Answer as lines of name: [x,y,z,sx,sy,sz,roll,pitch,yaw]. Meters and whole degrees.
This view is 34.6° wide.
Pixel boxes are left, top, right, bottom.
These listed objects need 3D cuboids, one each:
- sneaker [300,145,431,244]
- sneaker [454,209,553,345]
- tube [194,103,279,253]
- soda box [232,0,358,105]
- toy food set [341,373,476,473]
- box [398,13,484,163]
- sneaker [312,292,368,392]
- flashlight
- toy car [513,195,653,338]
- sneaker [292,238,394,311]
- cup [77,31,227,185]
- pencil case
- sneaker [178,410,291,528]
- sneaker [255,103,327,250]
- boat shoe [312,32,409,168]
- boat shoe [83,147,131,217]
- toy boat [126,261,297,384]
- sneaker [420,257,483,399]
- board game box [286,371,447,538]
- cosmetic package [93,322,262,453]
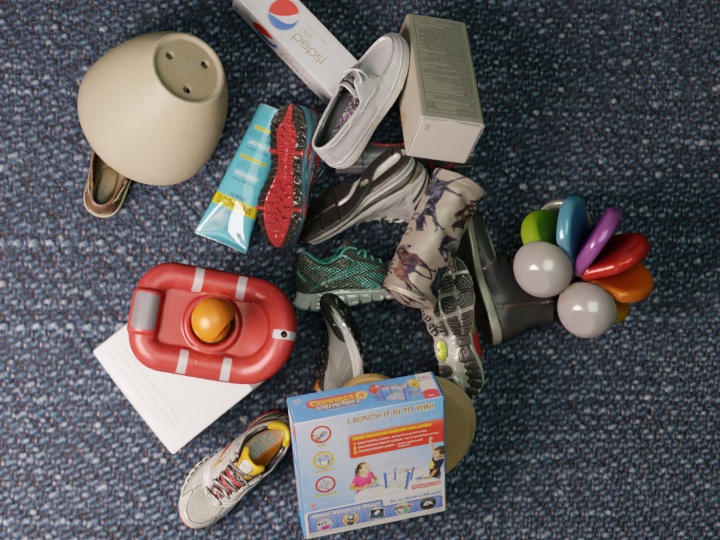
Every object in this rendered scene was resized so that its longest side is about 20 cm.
sneaker: [0.018,-0.077,1.615,0.200,0.076,0.115,-33,131,17]
sneaker: [0.201,-0.004,1.647,0.105,0.075,0.202,-17,95,-16]
tube: [-0.157,-0.131,1.611,0.077,0.050,0.202,22,88,6]
soda box: [-0.089,-0.327,1.618,0.200,0.068,0.064,45,82,-3]
toy food set: [0.061,0.221,1.576,0.198,0.049,0.200,-8,122,-11]
box: [0.104,-0.251,1.586,0.094,0.078,0.202,7,52,-14]
sneaker: [-0.031,0.125,1.569,0.078,0.074,0.202,-12,116,1]
flashlight: [0.061,-0.173,1.637,0.198,0.068,0.069,-2,91,-4]
toy car: [0.318,-0.022,1.594,0.200,0.150,0.175,42,43,-3]
sneaker: [0.000,0.000,1.604,0.198,0.078,0.092,-9,94,-11]
cup: [-0.252,-0.231,1.512,0.199,0.143,0.202,12,66,-28]
pencil case: [0.102,-0.042,1.559,0.089,0.077,0.201,39,70,-44]
sneaker: [-0.169,0.266,1.562,0.078,0.082,0.200,44,82,-3]
sneaker: [-0.079,-0.125,1.599,0.079,0.095,0.202,18,103,34]
boat shoe: [-0.004,-0.238,1.559,0.072,0.068,0.201,34,92,36]
boat shoe: [-0.326,-0.173,1.570,0.074,0.075,0.205,11,85,-8]
toy boat: [-0.171,0.061,1.349,0.198,0.131,0.132,10,83,-9]
sneaker: [0.131,0.080,1.617,0.076,0.085,0.202,-6,94,11]
board game box: [0.011,0.243,1.514,0.198,0.056,0.198,-9,122,-10]
cosmetic package: [-0.228,0.117,1.503,0.165,0.200,0.165,-39,92,-9]
